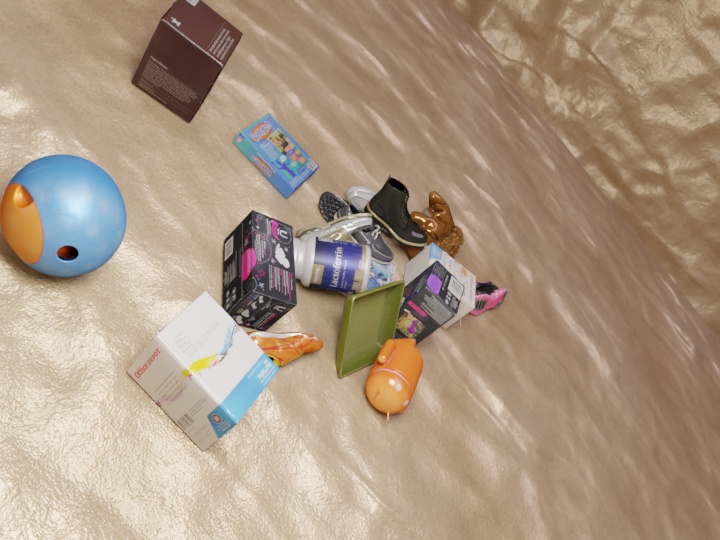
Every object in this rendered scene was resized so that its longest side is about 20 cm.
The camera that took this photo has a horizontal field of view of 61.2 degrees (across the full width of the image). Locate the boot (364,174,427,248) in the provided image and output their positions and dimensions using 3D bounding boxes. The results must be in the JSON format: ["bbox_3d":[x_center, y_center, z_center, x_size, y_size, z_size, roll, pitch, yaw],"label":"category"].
[{"bbox_3d":[0.121,-0.154,1.636,0.196,0.139,0.079,28,45,-11],"label":"boot"}]

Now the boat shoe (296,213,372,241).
[{"bbox_3d":[-0.058,-0.087,1.512,0.194,0.075,0.070,-16,79,-2],"label":"boat shoe"}]

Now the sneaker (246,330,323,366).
[{"bbox_3d":[-0.164,0.168,1.288,0.196,0.072,0.080,3,80,-38],"label":"sneaker"}]

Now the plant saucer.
[{"bbox_3d":[0.014,0.125,1.419,0.047,0.206,0.197,24,25,33],"label":"plant saucer"}]

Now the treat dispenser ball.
[{"bbox_3d":[-0.503,-0.093,1.040,0.197,0.200,0.205,24,45,-27],"label":"treat dispenser ball"}]

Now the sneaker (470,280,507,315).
[{"bbox_3d":[0.366,0.074,1.871,0.197,0.080,0.095,-7,43,-47],"label":"sneaker"}]

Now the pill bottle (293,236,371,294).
[{"bbox_3d":[-0.079,-0.015,1.418,0.193,0.117,0.118,8,50,-8],"label":"pill bottle"}]

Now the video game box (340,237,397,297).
[{"bbox_3d":[0.000,0.000,1.579,0.198,0.047,0.185,35,39,-18],"label":"video game box"}]

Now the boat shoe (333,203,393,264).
[{"bbox_3d":[0.020,-0.095,1.589,0.199,0.063,0.073,41,36,-12],"label":"boat shoe"}]

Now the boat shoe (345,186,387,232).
[{"bbox_3d":[0.042,-0.167,1.726,0.196,0.074,0.067,26,40,-26],"label":"boat shoe"}]

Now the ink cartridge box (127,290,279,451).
[{"bbox_3d":[-0.280,0.179,1.089,0.200,0.146,0.146,47,40,-5],"label":"ink cartridge box"}]

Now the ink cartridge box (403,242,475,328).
[{"bbox_3d":[0.228,0.050,1.697,0.198,0.125,0.131,34,41,-18],"label":"ink cartridge box"}]

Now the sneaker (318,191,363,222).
[{"bbox_3d":[-0.034,-0.143,1.658,0.198,0.072,0.083,39,16,-16],"label":"sneaker"}]

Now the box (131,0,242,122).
[{"bbox_3d":[-0.411,-0.505,1.449,0.162,0.199,0.169,33,42,-19],"label":"box"}]

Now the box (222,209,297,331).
[{"bbox_3d":[-0.216,0.003,1.299,0.113,0.131,0.205,21,48,-35],"label":"box"}]

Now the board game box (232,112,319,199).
[{"bbox_3d":[-0.219,-0.304,1.602,0.200,0.045,0.153,47,40,-6],"label":"board game box"}]

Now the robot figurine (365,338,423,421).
[{"bbox_3d":[0.080,0.246,1.411,0.114,0.146,0.201,26,41,5],"label":"robot figurine"}]

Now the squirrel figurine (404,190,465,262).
[{"bbox_3d":[0.210,-0.089,1.785,0.199,0.141,0.188,41,46,-7],"label":"squirrel figurine"}]

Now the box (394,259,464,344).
[{"bbox_3d":[0.153,0.092,1.532,0.106,0.199,0.123,41,40,-9],"label":"box"}]
